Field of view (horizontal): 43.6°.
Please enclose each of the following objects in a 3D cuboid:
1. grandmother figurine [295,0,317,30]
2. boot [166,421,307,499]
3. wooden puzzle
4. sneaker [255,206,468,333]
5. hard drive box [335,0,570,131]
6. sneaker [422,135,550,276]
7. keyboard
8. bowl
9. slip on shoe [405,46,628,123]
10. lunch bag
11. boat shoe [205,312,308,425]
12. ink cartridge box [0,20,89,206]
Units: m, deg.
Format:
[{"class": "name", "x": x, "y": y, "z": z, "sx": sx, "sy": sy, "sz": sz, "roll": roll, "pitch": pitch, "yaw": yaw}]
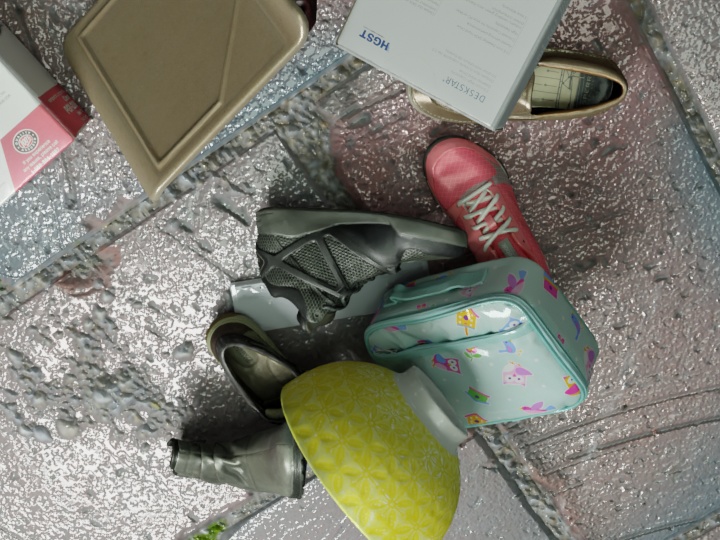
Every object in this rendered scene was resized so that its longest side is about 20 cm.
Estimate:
[{"class": "grandmother figurine", "x": -0.075, "y": -0.210, "z": 0.755, "sx": 0.199, "sy": 0.122, "sz": 0.060, "roll": -33, "pitch": 153, "yaw": 23}, {"class": "boot", "x": -0.122, "y": 0.184, "z": 0.867, "sx": 0.129, "sy": 0.200, "sz": 0.068, "roll": 7, "pitch": 69, "yaw": -11}, {"class": "wooden puzzle", "x": -0.147, "y": -0.186, "z": 0.738, "sx": 0.200, "sy": 0.037, "sz": 0.186, "roll": -44, "pitch": 65, "yaw": 20}, {"class": "sneaker", "x": 0.000, "y": 0.000, "z": 0.836, "sx": 0.197, "sy": 0.076, "sz": 0.116, "roll": 1, "pitch": 92, "yaw": 4}, {"class": "hard drive box", "x": 0.095, "y": -0.241, "z": 0.744, "sx": 0.155, "sy": 0.077, "sz": 0.201, "roll": 30, "pitch": 105, "yaw": 8}, {"class": "sneaker", "x": 0.131, "y": -0.040, "z": 0.846, "sx": 0.073, "sy": 0.087, "sz": 0.201, "roll": -33, "pitch": 110, "yaw": 7}, {"class": "keyboard", "x": -0.028, "y": 0.024, "z": 0.900, "sx": 0.198, "sy": 0.011, "sz": 0.057, "roll": -9, "pitch": 117, "yaw": -1}, {"class": "bowl", "x": 0.032, "y": 0.150, "z": 0.808, "sx": 0.107, "sy": 0.200, "sz": 0.200, "roll": -38, "pitch": 109, "yaw": 6}, {"class": "slip on shoe", "x": 0.142, "y": -0.166, "z": 0.812, "sx": 0.198, "sy": 0.061, "sz": 0.077, "roll": 3, "pitch": 111, "yaw": -4}, {"class": "lunch bag", "x": 0.105, "y": 0.070, "z": 0.845, "sx": 0.199, "sy": 0.077, "sz": 0.161, "roll": -18, "pitch": 125, "yaw": 39}, {"class": "boat shoe", "x": -0.077, "y": 0.127, "z": 0.901, "sx": 0.200, "sy": 0.065, "sz": 0.073, "roll": 41, "pitch": 101, "yaw": -22}, {"class": "ink cartridge box", "x": -0.355, "y": -0.152, "z": 0.764, "sx": 0.145, "sy": 0.085, "sz": 0.200, "roll": -37, "pitch": 111, "yaw": 9}]
